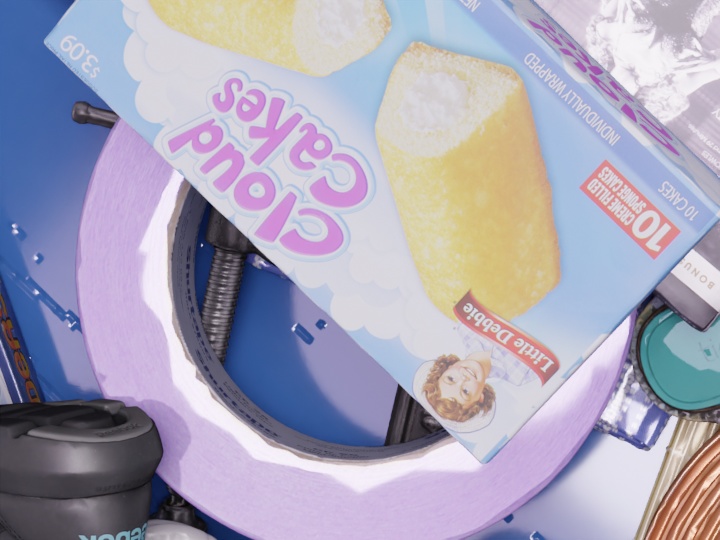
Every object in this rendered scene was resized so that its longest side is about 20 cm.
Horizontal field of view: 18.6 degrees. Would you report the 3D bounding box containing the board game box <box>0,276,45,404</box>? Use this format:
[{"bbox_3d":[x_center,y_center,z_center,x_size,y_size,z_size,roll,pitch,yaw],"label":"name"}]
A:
[{"bbox_3d":[-0.203,0.040,0.886,0.134,0.034,0.201,-22,84,8],"label":"board game box"}]

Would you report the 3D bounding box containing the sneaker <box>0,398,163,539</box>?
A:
[{"bbox_3d":[-0.149,0.083,0.788,0.199,0.075,0.080,6,102,45],"label":"sneaker"}]

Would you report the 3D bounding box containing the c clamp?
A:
[{"bbox_3d":[-0.037,0.045,0.852,0.169,0.027,0.202,8,98,6],"label":"c clamp"}]

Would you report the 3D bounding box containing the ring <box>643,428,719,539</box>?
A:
[{"bbox_3d":[0.196,0.135,0.812,0.198,0.019,0.202,0,91,3],"label":"ring"}]

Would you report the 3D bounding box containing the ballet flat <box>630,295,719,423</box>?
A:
[{"bbox_3d":[0.192,-0.002,0.776,0.199,0.072,0.073,-20,84,20],"label":"ballet flat"}]

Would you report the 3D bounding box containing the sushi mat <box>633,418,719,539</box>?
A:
[{"bbox_3d":[0.160,0.083,0.828,0.095,0.012,0.202,20,91,1],"label":"sushi mat"}]

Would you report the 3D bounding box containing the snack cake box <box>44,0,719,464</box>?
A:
[{"bbox_3d":[0.010,-0.050,0.718,0.200,0.067,0.115,43,105,2],"label":"snack cake box"}]

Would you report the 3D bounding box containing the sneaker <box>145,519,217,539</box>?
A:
[{"bbox_3d":[-0.028,0.164,0.840,0.200,0.082,0.077,44,70,-11],"label":"sneaker"}]

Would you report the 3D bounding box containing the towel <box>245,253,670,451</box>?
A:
[{"bbox_3d":[0.055,-0.035,0.857,0.199,0.024,0.146,26,90,8],"label":"towel"}]

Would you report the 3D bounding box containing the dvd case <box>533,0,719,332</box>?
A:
[{"bbox_3d":[0.123,-0.103,0.742,0.148,0.016,0.200,39,96,3],"label":"dvd case"}]

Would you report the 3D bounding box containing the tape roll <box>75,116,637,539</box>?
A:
[{"bbox_3d":[0.000,0.000,0.796,0.198,0.066,0.202,0,90,3],"label":"tape roll"}]
